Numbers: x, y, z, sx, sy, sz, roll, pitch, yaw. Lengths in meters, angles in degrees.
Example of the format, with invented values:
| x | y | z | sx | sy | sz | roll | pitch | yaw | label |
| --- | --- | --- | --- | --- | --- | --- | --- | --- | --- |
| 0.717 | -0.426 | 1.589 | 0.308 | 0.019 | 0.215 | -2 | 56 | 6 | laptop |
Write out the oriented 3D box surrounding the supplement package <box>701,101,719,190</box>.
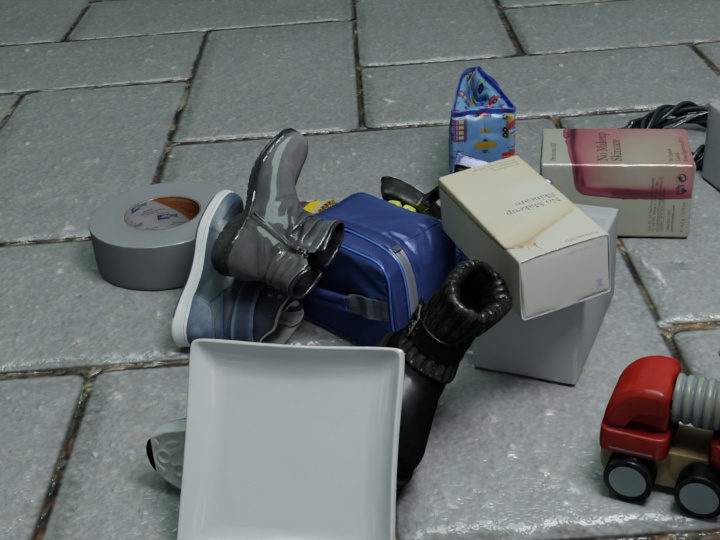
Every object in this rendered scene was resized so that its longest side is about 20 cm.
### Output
| x | y | z | sx | sy | sz | roll | pitch | yaw | label |
| --- | --- | --- | --- | --- | --- | --- | --- | --- | --- |
| 0.573 | -0.152 | 1.458 | 0.116 | 0.118 | 0.200 | -10 | 30 | -9 | supplement package |

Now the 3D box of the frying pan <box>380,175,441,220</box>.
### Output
| x | y | z | sx | sy | sz | roll | pitch | yaw | label |
| --- | --- | --- | --- | --- | --- | --- | --- | --- | --- |
| 0.092 | -0.081 | 1.407 | 0.031 | 0.115 | 0.190 | -55 | 33 | -11 | frying pan |

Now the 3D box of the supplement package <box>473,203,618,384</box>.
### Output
| x | y | z | sx | sy | sz | roll | pitch | yaw | label |
| --- | --- | --- | --- | --- | --- | --- | --- | --- | --- |
| 0.212 | 0.017 | 1.203 | 0.119 | 0.122 | 0.200 | 9 | 31 | 22 | supplement package |

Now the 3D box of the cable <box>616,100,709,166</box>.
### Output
| x | y | z | sx | sy | sz | roll | pitch | yaw | label |
| --- | --- | --- | --- | --- | --- | --- | --- | --- | --- |
| 0.507 | -0.210 | 1.638 | 0.199 | 0.051 | 0.163 | -13 | 31 | -17 | cable |

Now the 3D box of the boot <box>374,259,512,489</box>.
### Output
| x | y | z | sx | sy | sz | roll | pitch | yaw | label |
| --- | --- | --- | --- | --- | --- | --- | --- | --- | --- |
| 0.067 | 0.093 | 1.008 | 0.079 | 0.158 | 0.212 | 35 | 37 | -19 | boot |

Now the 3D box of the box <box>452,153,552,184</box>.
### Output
| x | y | z | sx | sy | sz | roll | pitch | yaw | label |
| --- | --- | --- | --- | --- | --- | --- | --- | --- | --- |
| 0.174 | -0.096 | 1.340 | 0.121 | 0.200 | 0.033 | 17 | 77 | 7 | box |

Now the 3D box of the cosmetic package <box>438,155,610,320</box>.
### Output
| x | y | z | sx | sy | sz | roll | pitch | yaw | label |
| --- | --- | --- | --- | --- | --- | --- | --- | --- | --- |
| 0.168 | -0.040 | 1.112 | 0.103 | 0.073 | 0.200 | -18 | 33 | -13 | cosmetic package |

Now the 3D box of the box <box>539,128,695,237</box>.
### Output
| x | y | z | sx | sy | sz | roll | pitch | yaw | label |
| --- | --- | --- | --- | --- | --- | --- | --- | --- | --- |
| 0.345 | -0.122 | 1.444 | 0.199 | 0.109 | 0.128 | 1 | 30 | 10 | box |

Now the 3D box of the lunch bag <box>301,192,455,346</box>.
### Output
| x | y | z | sx | sy | sz | roll | pitch | yaw | label |
| --- | --- | --- | --- | --- | --- | --- | --- | --- | --- |
| 0.000 | 0.000 | 1.247 | 0.200 | 0.136 | 0.132 | 21 | 37 | 40 | lunch bag |

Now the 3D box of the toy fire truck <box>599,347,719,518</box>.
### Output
| x | y | z | sx | sy | sz | roll | pitch | yaw | label |
| --- | --- | --- | --- | --- | --- | --- | --- | --- | --- |
| 0.302 | 0.120 | 0.928 | 0.175 | 0.201 | 0.129 | 10 | 32 | 24 | toy fire truck |

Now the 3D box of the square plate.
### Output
| x | y | z | sx | sy | sz | roll | pitch | yaw | label |
| --- | --- | --- | --- | --- | --- | --- | --- | --- | --- |
| -0.062 | 0.165 | 0.949 | 0.199 | 0.199 | 0.028 | 2 | -6 | 11 | square plate |

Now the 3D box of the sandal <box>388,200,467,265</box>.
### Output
| x | y | z | sx | sy | sz | roll | pitch | yaw | label |
| --- | --- | --- | --- | --- | --- | --- | --- | --- | --- |
| 0.091 | -0.027 | 1.357 | 0.199 | 0.080 | 0.087 | 11 | 44 | 34 | sandal |

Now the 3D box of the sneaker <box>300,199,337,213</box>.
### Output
| x | y | z | sx | sy | sz | roll | pitch | yaw | label |
| --- | --- | --- | --- | --- | --- | --- | --- | --- | --- |
| -0.108 | -0.032 | 1.398 | 0.090 | 0.075 | 0.200 | -1 | 24 | 38 | sneaker |

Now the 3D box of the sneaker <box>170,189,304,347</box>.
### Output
| x | y | z | sx | sy | sz | roll | pitch | yaw | label |
| --- | --- | --- | --- | --- | --- | --- | --- | --- | --- |
| -0.129 | 0.003 | 1.257 | 0.146 | 0.077 | 0.203 | 5 | 69 | 18 | sneaker |

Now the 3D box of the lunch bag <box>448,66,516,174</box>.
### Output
| x | y | z | sx | sy | sz | roll | pitch | yaw | label |
| --- | --- | --- | --- | --- | --- | --- | --- | --- | --- |
| 0.169 | -0.203 | 1.568 | 0.094 | 0.151 | 0.200 | -4 | 30 | 0 | lunch bag |

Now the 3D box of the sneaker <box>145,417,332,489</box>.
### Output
| x | y | z | sx | sy | sz | roll | pitch | yaw | label |
| --- | --- | --- | --- | --- | --- | --- | --- | --- | --- |
| -0.094 | 0.157 | 1.053 | 0.199 | 0.081 | 0.147 | 1 | 22 | 15 | sneaker |

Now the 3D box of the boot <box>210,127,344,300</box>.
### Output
| x | y | z | sx | sy | sz | roll | pitch | yaw | label |
| --- | --- | --- | --- | --- | --- | --- | --- | --- | --- |
| -0.070 | -0.063 | 1.198 | 0.131 | 0.070 | 0.201 | 14 | 71 | 29 | boot |

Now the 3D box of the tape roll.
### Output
| x | y | z | sx | sy | sz | roll | pitch | yaw | label |
| --- | --- | --- | --- | --- | --- | --- | --- | --- | --- |
| -0.265 | -0.051 | 1.445 | 0.199 | 0.066 | 0.201 | -3 | 30 | 2 | tape roll |
